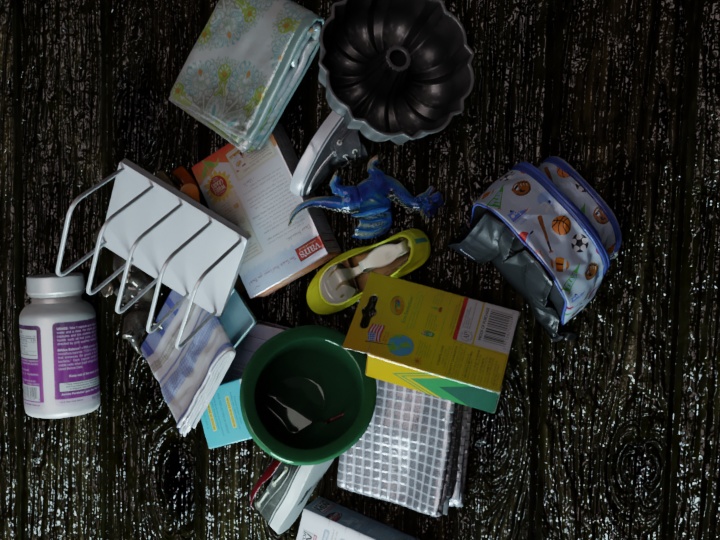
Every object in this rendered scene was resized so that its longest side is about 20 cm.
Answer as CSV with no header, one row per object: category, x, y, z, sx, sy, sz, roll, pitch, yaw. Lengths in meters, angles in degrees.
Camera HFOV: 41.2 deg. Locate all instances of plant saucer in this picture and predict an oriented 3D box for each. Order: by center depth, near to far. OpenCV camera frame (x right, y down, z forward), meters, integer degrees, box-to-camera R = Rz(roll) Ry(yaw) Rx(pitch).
plant saucer,-0.212,0.110,1.338,0.201,0.019,0.070,-50,63,27

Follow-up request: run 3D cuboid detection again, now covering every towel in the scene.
towel,0.055,0.208,1.240,0.163,0.085,0.204,8,97,21
towel,-0.154,-0.276,1.272,0.170,0.048,0.202,33,95,29
towel,-0.243,0.110,1.328,0.148,0.024,0.200,-58,42,17

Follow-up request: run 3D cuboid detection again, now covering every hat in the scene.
hat,-0.087,0.180,1.244,0.198,0.176,0.167,-28,81,-17

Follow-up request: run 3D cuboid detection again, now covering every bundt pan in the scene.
bundt pan,0.037,-0.246,1.179,0.198,0.076,0.206,3,77,-14

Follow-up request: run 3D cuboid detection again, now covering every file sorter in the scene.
file sorter,-0.267,-0.015,1.223,0.198,0.125,0.140,30,126,6

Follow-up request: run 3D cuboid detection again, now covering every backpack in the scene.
backpack,0.211,-0.036,1.104,0.200,0.190,0.154,43,91,13

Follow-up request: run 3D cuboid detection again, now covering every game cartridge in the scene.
game cartridge,-0.123,0.141,1.333,0.197,0.038,0.132,13,103,20

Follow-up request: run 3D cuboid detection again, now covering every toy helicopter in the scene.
toy helicopter,-0.219,-0.051,1.315,0.078,0.132,0.201,-37,99,-13

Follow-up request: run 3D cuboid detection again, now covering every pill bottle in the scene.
pill bottle,-0.444,0.107,1.414,0.110,0.112,0.204,0,94,21

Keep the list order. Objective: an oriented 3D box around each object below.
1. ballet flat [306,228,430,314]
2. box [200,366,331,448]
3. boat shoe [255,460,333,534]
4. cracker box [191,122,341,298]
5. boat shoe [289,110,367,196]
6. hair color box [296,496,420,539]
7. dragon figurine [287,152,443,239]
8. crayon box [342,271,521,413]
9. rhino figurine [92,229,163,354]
ballet flat,0.000,0.000,1.255,0.198,0.067,0.068,-27,82,21
box,-0.123,0.176,1.293,0.197,0.049,0.084,-18,88,22
boat shoe,-0.089,0.271,1.299,0.063,0.070,0.202,39,117,18
cracker box,-0.128,-0.082,1.303,0.133,0.058,0.203,-27,83,20
boat shoe,-0.014,-0.171,1.235,0.066,0.070,0.201,34,84,7
hair color box,0.009,0.393,1.286,0.197,0.060,0.101,18,100,18
dragon figurine,0.008,-0.081,1.219,0.197,0.059,0.100,-22,63,-9
crayon box,0.087,0.085,1.181,0.197,0.128,0.051,16,142,9
rhino figurine,-0.323,0.019,1.360,0.059,0.087,0.204,-15,79,21
